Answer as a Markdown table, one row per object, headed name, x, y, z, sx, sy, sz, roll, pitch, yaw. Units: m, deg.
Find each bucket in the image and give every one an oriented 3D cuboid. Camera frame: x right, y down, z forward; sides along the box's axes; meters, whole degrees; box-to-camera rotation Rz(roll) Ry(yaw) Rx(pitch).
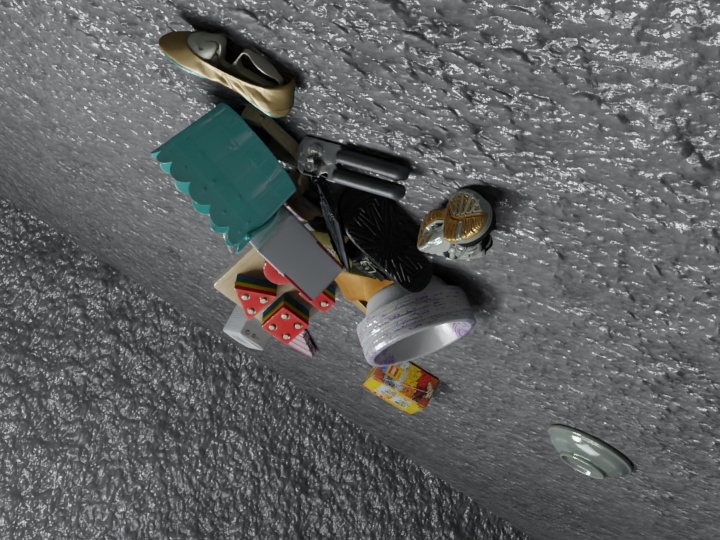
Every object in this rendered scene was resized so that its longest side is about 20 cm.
| name | x | y | z | sx | sy | sz | roll | pitch | yaw |
| --- | --- | --- | --- | --- | --- | --- | --- | --- | --- |
| bucket | -0.203 | -0.143 | 1.478 | 0.207 | 0.135 | 0.207 | 48 | 173 | 8 |

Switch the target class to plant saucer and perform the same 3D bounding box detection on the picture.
| name | x | y | z | sx | sy | sz | roll | pitch | yaw |
| --- | --- | --- | --- | --- | --- | --- | --- | --- | --- |
| plant saucer | 0.493 | 0.408 | 2.125 | 0.199 | 0.051 | 0.200 | 28 | 164 | 9 |

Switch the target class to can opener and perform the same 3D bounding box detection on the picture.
| name | x | y | z | sx | sy | sz | roll | pitch | yaw |
| --- | --- | --- | --- | --- | --- | --- | --- | --- | --- |
| can opener | -0.008 | -0.147 | 1.391 | 0.199 | 0.054 | 0.067 | 20 | -167 | 33 |

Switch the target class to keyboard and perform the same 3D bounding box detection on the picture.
| name | x | y | z | sx | sy | sz | roll | pitch | yaw |
| --- | --- | --- | --- | --- | --- | --- | --- | --- | --- |
| keyboard | -0.049 | -0.085 | 1.531 | 0.200 | 0.020 | 0.128 | 81 | 170 | -65 |

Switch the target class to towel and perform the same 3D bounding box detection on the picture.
| name | x | y | z | sx | sy | sz | roll | pitch | yaw |
| --- | --- | --- | --- | --- | --- | --- | --- | --- | --- |
| towel | -0.199 | 0.172 | 2.718 | 0.145 | 0.030 | 0.200 | 26 | 161 | 17 |

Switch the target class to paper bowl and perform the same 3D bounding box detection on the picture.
| name | x | y | z | sx | sy | sz | roll | pitch | yaw |
| --- | --- | --- | --- | --- | --- | --- | --- | --- | --- |
| paper bowl | 0.089 | 0.079 | 1.659 | 0.201 | 0.199 | 0.105 | 84 | 167 | -71 |

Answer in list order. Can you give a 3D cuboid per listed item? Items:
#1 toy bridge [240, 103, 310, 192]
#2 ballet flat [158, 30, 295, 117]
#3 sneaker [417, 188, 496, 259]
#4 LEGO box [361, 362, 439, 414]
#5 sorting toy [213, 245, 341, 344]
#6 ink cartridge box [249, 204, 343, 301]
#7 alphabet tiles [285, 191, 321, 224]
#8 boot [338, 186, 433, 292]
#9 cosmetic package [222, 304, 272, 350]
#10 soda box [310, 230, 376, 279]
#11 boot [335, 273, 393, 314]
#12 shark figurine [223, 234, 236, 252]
| name | x | y | z | sx | sy | sz | roll | pitch | yaw |
| --- | --- | --- | --- | --- | --- | --- | --- | --- | --- |
| toy bridge | -0.115 | -0.180 | 1.493 | 0.067 | 0.027 | 0.200 | 21 | 160 | 29 |
| ballet flat | -0.170 | -0.275 | 1.277 | 0.199 | 0.069 | 0.063 | 29 | 136 | -1 |
| sneaker | 0.151 | -0.058 | 1.331 | 0.087 | 0.076 | 0.200 | 18 | 171 | -15 |
| LEGO box | 0.096 | 0.279 | 2.403 | 0.148 | 0.078 | 0.200 | 31 | 164 | -1 |
| sorting toy | -0.156 | 0.038 | 1.925 | 0.198 | 0.200 | 0.070 | 38 | -153 | -25 |
| ink cartridge box | -0.133 | -0.056 | 1.619 | 0.147 | 0.083 | 0.200 | 46 | 179 | -35 |
| alphabet tiles | -0.159 | -0.148 | 1.693 | 0.195 | 0.015 | 0.200 | 34 | 164 | -11 |
| boot | 0.015 | -0.054 | 1.548 | 0.212 | 0.079 | 0.158 | 54 | 170 | -23 |
| cosmetic package | -0.202 | 0.063 | 2.065 | 0.074 | 0.201 | 0.101 | 37 | 165 | -26 |
| soda box | -0.055 | -0.032 | 1.718 | 0.067 | 0.065 | 0.199 | 12 | 178 | -43 |
| boot | 0.000 | 0.000 | 1.764 | 0.144 | 0.071 | 0.201 | 45 | 150 | 3 |
| shark figurine | -0.240 | -0.156 | 1.701 | 0.089 | 0.129 | 0.215 | -16 | 118 | 34 |
